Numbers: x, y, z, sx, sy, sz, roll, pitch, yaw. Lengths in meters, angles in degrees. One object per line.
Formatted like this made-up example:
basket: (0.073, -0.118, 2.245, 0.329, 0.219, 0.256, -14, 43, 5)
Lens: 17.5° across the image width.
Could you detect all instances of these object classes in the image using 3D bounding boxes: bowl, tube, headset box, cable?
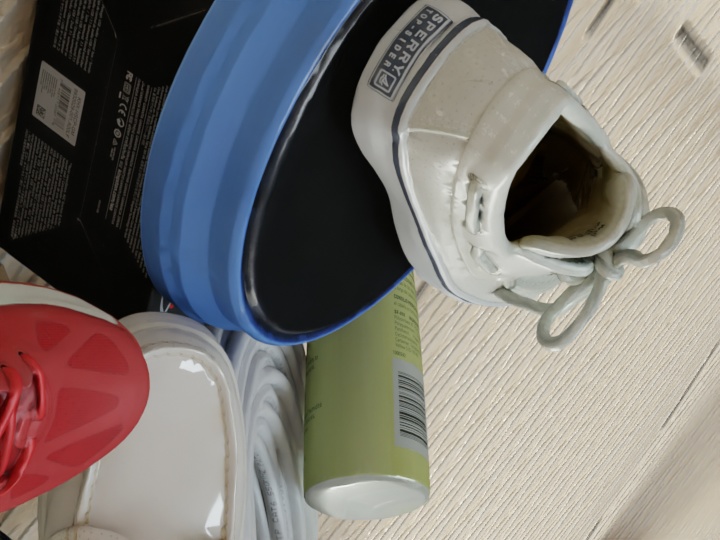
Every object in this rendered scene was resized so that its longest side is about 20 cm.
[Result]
bowl: (0.007, -0.062, 0.789, 0.201, 0.039, 0.201, -45, 156, -26)
tube: (0.000, 0.000, 0.959, 0.052, 0.201, 0.058, 16, 151, -33)
headset box: (-0.028, -0.085, 0.841, 0.200, 0.077, 0.149, -32, 149, -45)
cable: (-0.060, 0.107, 0.895, 0.200, 0.069, 0.202, -33, 119, -80)

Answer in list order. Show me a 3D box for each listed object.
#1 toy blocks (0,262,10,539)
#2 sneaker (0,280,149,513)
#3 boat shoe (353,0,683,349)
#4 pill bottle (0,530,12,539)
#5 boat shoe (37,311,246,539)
toy blocks: (-0.174, 0.040, 0.705, 0.200, 0.100, 0.137, -46, 147, -26)
sneaker: (-0.112, 0.058, 0.632, 0.199, 0.115, 0.079, -14, 115, -44)
boat shoe: (0.064, -0.021, 0.777, 0.075, 0.086, 0.202, -52, 158, -8)
pill bottle: (-0.154, 0.153, 0.865, 0.116, 0.115, 0.200, -51, 159, -11)
boat shoe: (-0.069, 0.116, 0.755, 0.069, 0.070, 0.202, -155, -109, -71)
